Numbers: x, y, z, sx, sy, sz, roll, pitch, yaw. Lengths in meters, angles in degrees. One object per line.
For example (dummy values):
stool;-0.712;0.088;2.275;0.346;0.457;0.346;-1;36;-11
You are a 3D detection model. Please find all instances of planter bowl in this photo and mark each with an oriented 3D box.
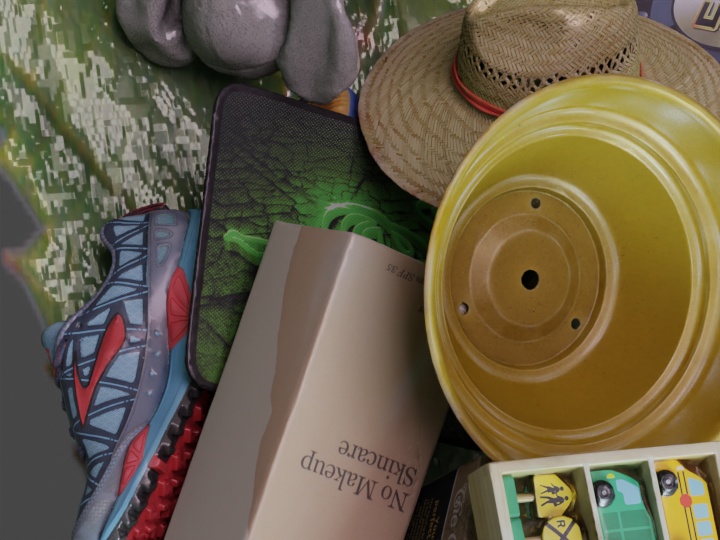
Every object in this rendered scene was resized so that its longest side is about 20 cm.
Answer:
planter bowl;0.100;0.006;1.351;0.199;0.083;0.202;-2;94;-26

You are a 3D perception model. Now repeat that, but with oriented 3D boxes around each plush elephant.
plush elephant;-0.039;-0.169;1.493;0.164;0.156;0.200;26;22;29

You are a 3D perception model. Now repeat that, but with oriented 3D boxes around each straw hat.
straw hat;0.098;-0.116;1.444;0.200;0.085;0.202;0;44;0

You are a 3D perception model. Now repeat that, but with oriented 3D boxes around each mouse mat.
mouse mat;0.000;0.000;1.459;0.199;0.008;0.162;15;74;-34

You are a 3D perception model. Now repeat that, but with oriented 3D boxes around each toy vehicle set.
toy vehicle set;0.125;0.182;1.271;0.124;0.027;0.201;-4;75;-24

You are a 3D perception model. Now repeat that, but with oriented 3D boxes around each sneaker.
sneaker;-0.121;0.061;1.439;0.095;0.079;0.201;10;67;17
sneaker;-0.015;0.002;1.498;0.088;0.075;0.201;18;72;-31

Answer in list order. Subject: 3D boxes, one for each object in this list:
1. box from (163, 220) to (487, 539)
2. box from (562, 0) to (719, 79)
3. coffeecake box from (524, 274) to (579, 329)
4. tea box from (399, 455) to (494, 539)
box;-0.022;0.086;1.383;0.095;0.078;0.201;21;84;-32
box;0.213;-0.157;1.607;0.163;0.086;0.201;20;69;-13
coffeecake box;0.190;0.056;1.501;0.200;0.153;0.073;48;63;-2
tea box;0.061;0.220;1.385;0.133;0.197;0.201;18;70;-15
